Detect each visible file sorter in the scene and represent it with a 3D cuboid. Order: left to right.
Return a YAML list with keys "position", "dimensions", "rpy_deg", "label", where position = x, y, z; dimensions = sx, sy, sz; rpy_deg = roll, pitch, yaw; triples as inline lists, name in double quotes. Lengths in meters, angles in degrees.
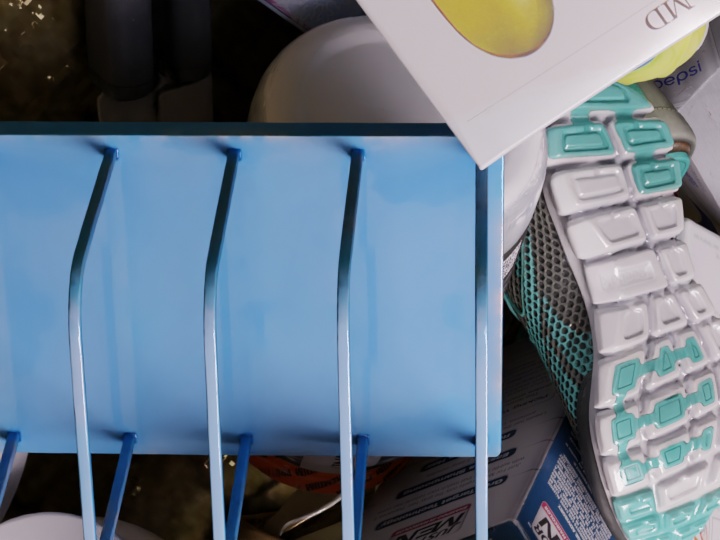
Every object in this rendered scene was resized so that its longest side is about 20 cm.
- position: [-0.048, 0.033, 0.993]
  dimensions: [0.200, 0.123, 0.139]
  rpy_deg: [1, 118, 3]
  label: "file sorter"

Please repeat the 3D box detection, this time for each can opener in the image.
- position: [-0.075, -0.083, 1.087]
  dimensions: [0.053, 0.067, 0.200]
  rpy_deg: [-21, 130, -27]
  label: "can opener"

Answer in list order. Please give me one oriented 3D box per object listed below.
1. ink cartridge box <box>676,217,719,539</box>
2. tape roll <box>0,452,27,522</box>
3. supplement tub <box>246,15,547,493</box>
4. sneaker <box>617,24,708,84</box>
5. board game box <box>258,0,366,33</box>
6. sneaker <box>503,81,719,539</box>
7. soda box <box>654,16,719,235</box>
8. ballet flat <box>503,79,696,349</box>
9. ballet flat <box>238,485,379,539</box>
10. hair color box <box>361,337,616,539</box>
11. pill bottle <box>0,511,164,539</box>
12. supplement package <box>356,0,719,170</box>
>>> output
- position: [0.154, 0.088, 1.237]
  dimensions: [0.160, 0.047, 0.200]
  rpy_deg: [23, 70, -59]
  label: "ink cartridge box"
- position: [-0.231, 0.066, 1.068]
  dimensions: [0.200, 0.066, 0.200]
  rpy_deg: [-21, 131, -26]
  label: "tape roll"
- position: [0.000, 0.000, 1.143]
  dimensions: [0.122, 0.123, 0.200]
  rpy_deg: [-20, 148, -27]
  label: "supplement tub"
- position: [0.085, -0.140, 1.110]
  dimensions: [0.105, 0.076, 0.200]
  rpy_deg: [-34, 136, -15]
  label: "sneaker"
- position: [0.057, -0.164, 1.156]
  dimensions: [0.200, 0.041, 0.199]
  rpy_deg: [-53, 137, 4]
  label: "board game box"
- position: [0.103, 0.022, 1.152]
  dimensions: [0.078, 0.091, 0.200]
  rpy_deg: [-10, 89, -27]
  label: "sneaker"
- position: [0.185, -0.051, 1.322]
  dimensions: [0.068, 0.063, 0.200]
  rpy_deg: [-45, 137, -6]
  label: "soda box"
- position: [0.101, -0.024, 1.268]
  dimensions: [0.067, 0.064, 0.200]
  rpy_deg: [-16, 152, -26]
  label: "ballet flat"
- position: [0.025, 0.115, 1.311]
  dimensions: [0.200, 0.069, 0.063]
  rpy_deg: [-21, 116, -28]
  label: "ballet flat"
- position: [0.065, 0.097, 1.202]
  dimensions: [0.100, 0.200, 0.061]
  rpy_deg: [-24, 106, 27]
  label: "hair color box"
- position: [-0.107, 0.169, 1.157]
  dimensions: [0.116, 0.116, 0.200]
  rpy_deg: [-44, 161, -5]
  label: "pill bottle"
- position: [0.049, -0.175, 0.976]
  dimensions: [0.152, 0.151, 0.200]
  rpy_deg: [-33, 105, 15]
  label: "supplement package"
